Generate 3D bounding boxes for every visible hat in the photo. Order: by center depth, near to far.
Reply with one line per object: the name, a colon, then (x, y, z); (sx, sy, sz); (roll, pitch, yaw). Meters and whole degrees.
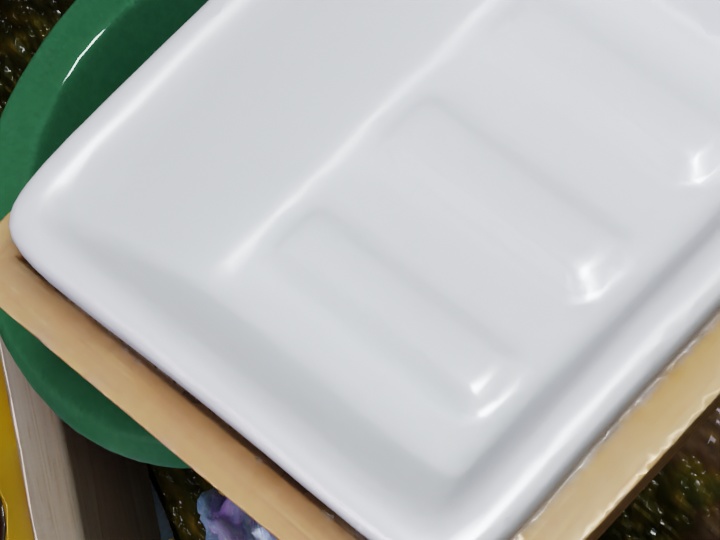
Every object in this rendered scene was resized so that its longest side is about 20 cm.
hat: (0.000, 0.000, 0.860); (0.200, 0.166, 0.176); (50, -176, 38)

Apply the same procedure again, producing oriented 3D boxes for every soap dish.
soap dish: (0.032, -0.019, 0.691); (0.157, 0.200, 0.081); (37, 164, 25)

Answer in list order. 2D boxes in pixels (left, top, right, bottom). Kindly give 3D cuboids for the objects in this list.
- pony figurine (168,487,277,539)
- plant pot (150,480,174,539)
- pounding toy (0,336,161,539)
pony figurine: (0.033, 0.126, 0.844); (0.200, 0.167, 0.193); (39, 172, 2)
plant pot: (-0.179, 0.110, 1.091); (0.200, 0.134, 0.200); (30, 138, 32)
pounding toy: (-0.180, 0.062, 0.927); (0.200, 0.142, 0.184); (-10, 94, 8)
